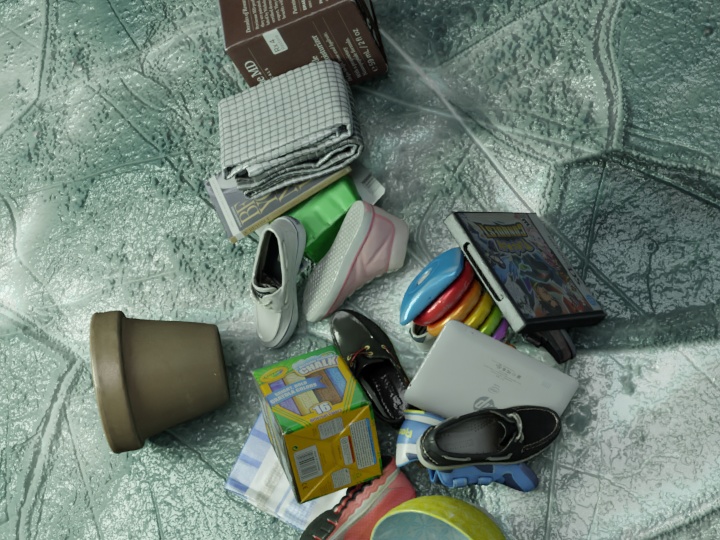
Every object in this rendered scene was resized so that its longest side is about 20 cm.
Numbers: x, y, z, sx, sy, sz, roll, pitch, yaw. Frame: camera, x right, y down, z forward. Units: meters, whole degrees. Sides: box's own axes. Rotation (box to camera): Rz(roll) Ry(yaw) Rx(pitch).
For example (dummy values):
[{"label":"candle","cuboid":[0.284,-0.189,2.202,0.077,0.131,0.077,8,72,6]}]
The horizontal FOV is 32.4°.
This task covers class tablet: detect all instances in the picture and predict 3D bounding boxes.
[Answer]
[{"label":"tablet","cuboid":[0.170,0.156,1.608,0.199,0.014,0.131,26,107,-12]}]

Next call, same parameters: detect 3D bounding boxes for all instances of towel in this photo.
[{"label":"towel","cuboid":[-0.081,0.281,1.723,0.199,0.024,0.147,24,81,22]},{"label":"towel","cuboid":[-0.100,-0.196,1.759,0.199,0.086,0.166,-21,44,10]}]

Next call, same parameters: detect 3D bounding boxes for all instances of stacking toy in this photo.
[{"label":"stacking toy","cuboid":[0.154,0.075,1.628,0.200,0.110,0.116,43,107,-8]}]

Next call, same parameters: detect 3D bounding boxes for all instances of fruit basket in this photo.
[{"label":"fruit basket","cuboid":[-0.080,-0.110,1.820,0.185,0.094,0.200,-43,51,1]}]

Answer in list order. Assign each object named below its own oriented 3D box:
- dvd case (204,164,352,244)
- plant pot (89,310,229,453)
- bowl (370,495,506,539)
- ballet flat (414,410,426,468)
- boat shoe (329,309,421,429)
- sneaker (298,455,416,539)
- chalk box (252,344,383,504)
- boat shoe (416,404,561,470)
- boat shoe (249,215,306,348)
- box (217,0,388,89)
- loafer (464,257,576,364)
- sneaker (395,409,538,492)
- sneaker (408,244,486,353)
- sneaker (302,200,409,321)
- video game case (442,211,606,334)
[{"label":"dvd case","cuboid":[-0.122,-0.135,1.787,0.199,0.016,0.149,-32,43,2]},{"label":"plant pot","cuboid":[-0.279,0.145,1.754,0.173,0.200,0.201,-10,70,-5]},{"label":"bowl","cuboid":[0.122,0.358,1.578,0.199,0.201,0.108,26,40,22]},{"label":"ballet flat","cuboid":[0.116,0.171,1.669,0.067,0.046,0.201,24,83,-21]},{"label":"boat shoe","cuboid":[0.017,0.130,1.719,0.074,0.063,0.202,-37,65,7]},{"label":"sneaker","cuboid":[-0.003,0.342,1.641,0.200,0.074,0.087,-45,103,-10]},{"label":"chalk box","cuboid":[-0.064,0.191,1.656,0.123,0.125,0.200,-17,31,-11]},{"label":"boat shoe","cuboid":[0.169,0.205,1.560,0.199,0.060,0.074,-5,70,-18]},{"label":"boat shoe","cuboid":[-0.124,0.023,1.744,0.072,0.066,0.201,28,118,25]},{"label":"box","cuboid":[-0.086,-0.364,1.825,0.199,0.166,0.165,-20,54,11]},{"label":"loafer","cuboid":[0.208,0.050,1.664,0.063,0.072,0.200,-33,78,-11]},{"label":"sneaker","cuboid":[0.134,0.251,1.612,0.199,0.074,0.083,24,75,-4]},{"label":"sneaker","cuboid":[0.133,0.023,1.708,0.073,0.071,0.201,24,82,22]},{"label":"sneaker","cuboid":[0.000,0.000,1.756,0.201,0.104,0.075,-60,33,24]},{"label":"video game case","cuboid":[0.218,-0.001,1.628,0.026,0.199,0.181,-46,63,32]}]
